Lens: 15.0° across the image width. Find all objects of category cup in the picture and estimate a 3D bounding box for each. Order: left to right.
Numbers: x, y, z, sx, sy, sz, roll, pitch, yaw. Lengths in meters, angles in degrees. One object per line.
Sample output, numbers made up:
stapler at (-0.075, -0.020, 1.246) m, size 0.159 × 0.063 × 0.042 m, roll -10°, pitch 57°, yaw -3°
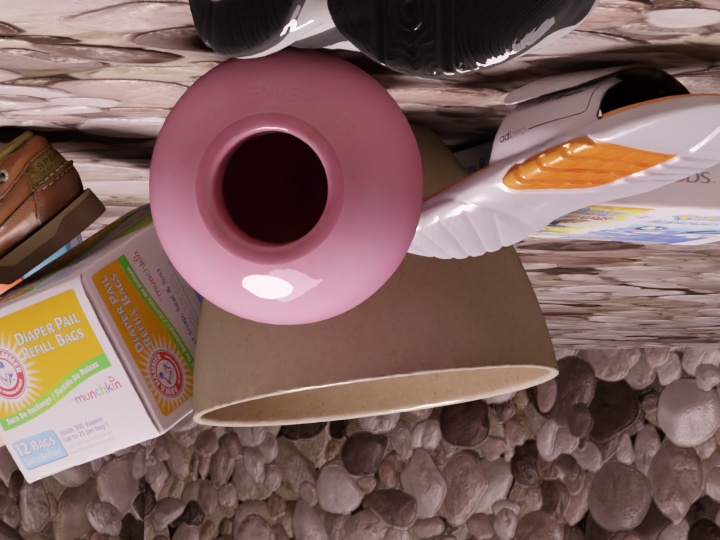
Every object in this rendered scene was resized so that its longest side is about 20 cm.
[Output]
cup at (0.000, 0.000, 1.487) m, size 0.200 × 0.143 × 0.200 m, roll -7°, pitch 172°, yaw -1°

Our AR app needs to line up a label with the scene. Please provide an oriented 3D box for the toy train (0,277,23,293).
toy train at (-0.257, 0.000, 1.662) m, size 0.200 × 0.150 × 0.056 m, roll 13°, pitch -148°, yaw -53°

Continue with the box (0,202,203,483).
box at (-0.125, 0.026, 1.580) m, size 0.112 × 0.101 × 0.200 m, roll -21°, pitch -170°, yaw 34°

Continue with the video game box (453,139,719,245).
video game box at (0.150, -0.046, 1.590) m, size 0.200 × 0.047 × 0.182 m, roll 2°, pitch 173°, yaw -19°

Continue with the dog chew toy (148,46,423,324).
dog chew toy at (-0.027, -0.040, 1.271) m, size 0.124 × 0.125 × 0.200 m, roll 0°, pitch -177°, yaw 7°

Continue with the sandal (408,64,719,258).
sandal at (0.088, -0.061, 1.284) m, size 0.207 × 0.059 × 0.079 m, roll -22°, pitch 156°, yaw 40°

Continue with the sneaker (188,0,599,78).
sneaker at (0.039, -0.102, 0.863) m, size 0.115 × 0.076 × 0.200 m, roll -6°, pitch -172°, yaw -32°

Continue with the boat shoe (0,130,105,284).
boat shoe at (-0.237, -0.010, 1.563) m, size 0.200 × 0.068 × 0.072 m, roll -34°, pitch -171°, yaw 20°

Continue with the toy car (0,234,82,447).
toy car at (-0.272, 0.032, 1.972) m, size 0.184 × 0.177 × 0.200 m, roll -9°, pitch -174°, yaw 7°
